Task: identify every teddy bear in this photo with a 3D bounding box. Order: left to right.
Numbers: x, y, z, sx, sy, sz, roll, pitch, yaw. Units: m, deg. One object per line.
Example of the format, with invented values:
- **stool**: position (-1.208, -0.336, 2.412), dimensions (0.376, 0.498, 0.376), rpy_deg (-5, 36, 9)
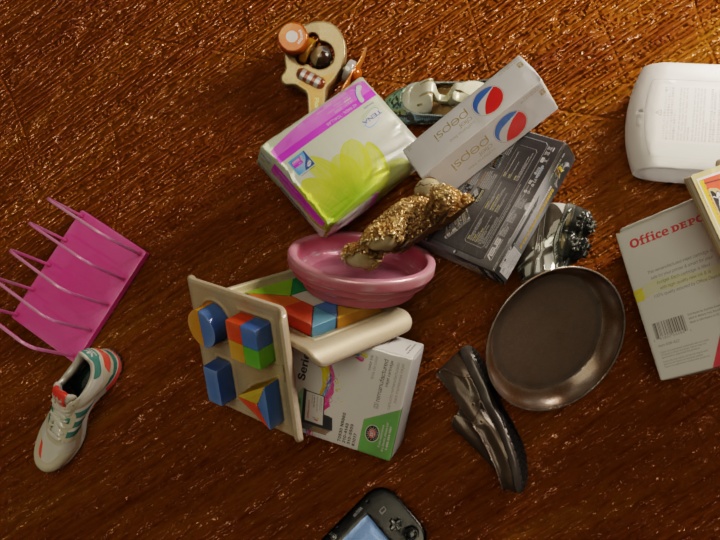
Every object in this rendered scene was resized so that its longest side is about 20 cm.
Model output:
- **teddy bear**: position (0.056, -0.066, 0.977), dimensions (0.200, 0.145, 0.067), rpy_deg (-34, 82, -21)

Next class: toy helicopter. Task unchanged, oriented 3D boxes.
- **toy helicopter**: position (-0.056, -0.278, 1.173), dimensions (0.132, 0.079, 0.201), rpy_deg (-1, 88, 2)

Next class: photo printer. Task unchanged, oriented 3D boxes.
- **photo printer**: position (0.462, -0.196, 1.040), dimensions (0.199, 0.069, 0.167), rpy_deg (5, 79, 13)

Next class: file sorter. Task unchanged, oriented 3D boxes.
- **file sorter**: position (-0.448, 0.012, 1.150), dimensions (0.139, 0.125, 0.200), rpy_deg (31, 85, 16)

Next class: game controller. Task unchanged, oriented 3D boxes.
- **game controller**: position (-0.007, 0.386, 1.023), dimensions (0.200, 0.042, 0.104), rpy_deg (-45, 74, -1)

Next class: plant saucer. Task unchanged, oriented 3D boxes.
- **plant saucer**: position (0.000, 0.000, 1.042), dimensions (0.200, 0.201, 0.051), rpy_deg (10, 112, 13)
- **plant saucer**: position (0.247, 0.085, 0.992), dimensions (0.199, 0.032, 0.201), rpy_deg (-5, 110, -15)

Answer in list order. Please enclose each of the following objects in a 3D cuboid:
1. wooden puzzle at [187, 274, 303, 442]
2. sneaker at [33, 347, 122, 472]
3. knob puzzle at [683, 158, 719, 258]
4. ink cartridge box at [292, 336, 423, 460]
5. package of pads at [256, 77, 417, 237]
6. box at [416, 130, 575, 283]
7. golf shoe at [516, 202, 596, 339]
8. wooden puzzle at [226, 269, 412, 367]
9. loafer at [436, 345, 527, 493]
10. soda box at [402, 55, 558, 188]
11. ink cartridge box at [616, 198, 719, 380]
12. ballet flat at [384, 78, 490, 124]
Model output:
- **wooden puzzle**: position (-0.157, 0.114, 0.977), dimensions (0.199, 0.046, 0.186), rpy_deg (18, 123, 41)
- **sneaker**: position (-0.431, 0.199, 1.122), dimensions (0.070, 0.093, 0.200), rpy_deg (29, 85, 16)
- **knob puzzle**: position (0.475, -0.047, 0.908), dimensions (0.030, 0.219, 0.221), rpy_deg (-31, 68, 48)
- **ink cartridge box**: position (-0.030, 0.149, 1.037), dimensions (0.199, 0.084, 0.146), rpy_deg (15, 101, 14)
- **package of pads**: position (-0.022, -0.159, 1.089), dimensions (0.200, 0.068, 0.155), rpy_deg (-40, 86, -20)
- **box**: position (0.176, -0.101, 1.061), dimensions (0.158, 0.048, 0.201), rpy_deg (26, 83, 39)
- **golf shoe**: position (0.245, 0.003, 1.049), dimensions (0.094, 0.078, 0.201), rpy_deg (18, 84, 38)
- **wooden puzzle**: position (-0.059, 0.047, 1.017), dimensions (0.200, 0.185, 0.037), rpy_deg (27, 120, 36)
- **loafer**: position (0.160, 0.202, 1.021), dimensions (0.071, 0.073, 0.201), rpy_deg (-27, 69, 15)
- **soda box**: position (0.160, -0.190, 1.037), dimensions (0.200, 0.068, 0.064), rpy_deg (-39, 51, 12)
- **ink cartridge box**: position (0.426, 0.021, 0.960), dimensions (0.145, 0.083, 0.201), rpy_deg (-26, 70, 44)
- **ballet flat**: position (0.125, -0.253, 1.122), dimensions (0.199, 0.074, 0.075), rpy_deg (-1, 78, 11)
